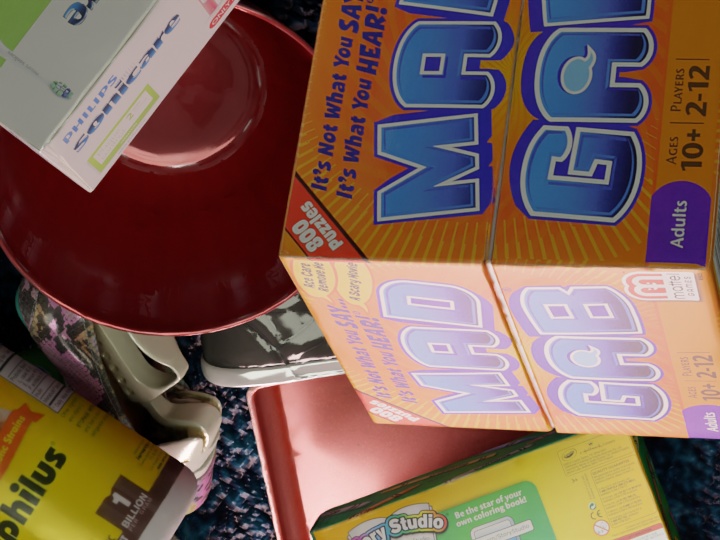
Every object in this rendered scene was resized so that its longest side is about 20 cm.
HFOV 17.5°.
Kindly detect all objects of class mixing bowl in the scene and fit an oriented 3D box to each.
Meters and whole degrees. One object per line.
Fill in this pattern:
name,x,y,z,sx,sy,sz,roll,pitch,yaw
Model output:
mixing bowl,-0.101,-0.076,1.256,0.199,0.109,0.201,-2,120,-4

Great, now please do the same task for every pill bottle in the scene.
pill bottle,-0.198,0.106,1.292,0.200,0.109,0.109,33,113,-2

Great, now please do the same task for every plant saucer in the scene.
plant saucer,0.042,0.116,1.417,0.199,0.037,0.200,-10,128,-1

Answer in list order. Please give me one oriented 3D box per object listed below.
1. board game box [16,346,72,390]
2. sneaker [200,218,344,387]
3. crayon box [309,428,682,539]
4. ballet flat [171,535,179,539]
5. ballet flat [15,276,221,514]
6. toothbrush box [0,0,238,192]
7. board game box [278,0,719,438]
board game box,-0.251,0.141,1.372,0.199,0.040,0.154,-16,95,3
sneaker,0.000,0.000,1.335,0.199,0.071,0.100,-11,117,-3
crayon box,0.084,0.167,1.369,0.199,0.058,0.119,-21,94,8
ballet flat,-0.117,0.210,1.448,0.074,0.074,0.200,-31,121,12
ballet flat,-0.123,0.069,1.352,0.071,0.069,0.200,-7,129,33
toothbrush box,-0.171,-0.159,1.130,0.200,0.086,0.146,36,87,16
board game box,0.093,-0.048,1.171,0.199,0.201,0.200,1,154,15
